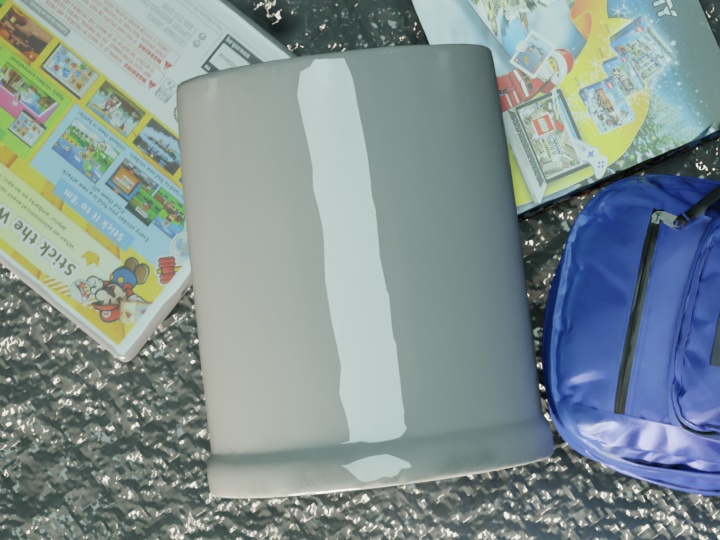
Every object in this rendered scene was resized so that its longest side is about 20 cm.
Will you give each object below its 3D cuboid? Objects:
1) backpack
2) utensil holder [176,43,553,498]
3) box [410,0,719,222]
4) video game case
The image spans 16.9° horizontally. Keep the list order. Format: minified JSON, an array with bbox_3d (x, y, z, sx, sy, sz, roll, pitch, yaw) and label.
[{"bbox_3d":[0.188,0.028,1.167,0.199,0.168,0.163,11,80,9],"label":"backpack"},{"bbox_3d":[0.000,0.000,1.173,0.169,0.170,0.201,-6,89,4],"label":"utensil holder"},{"bbox_3d":[0.098,-0.140,1.247,0.136,0.038,0.200,-22,85,3],"label":"box"},{"bbox_3d":[-0.143,-0.084,1.271,0.200,0.023,0.182,39,90,5],"label":"video game case"}]
